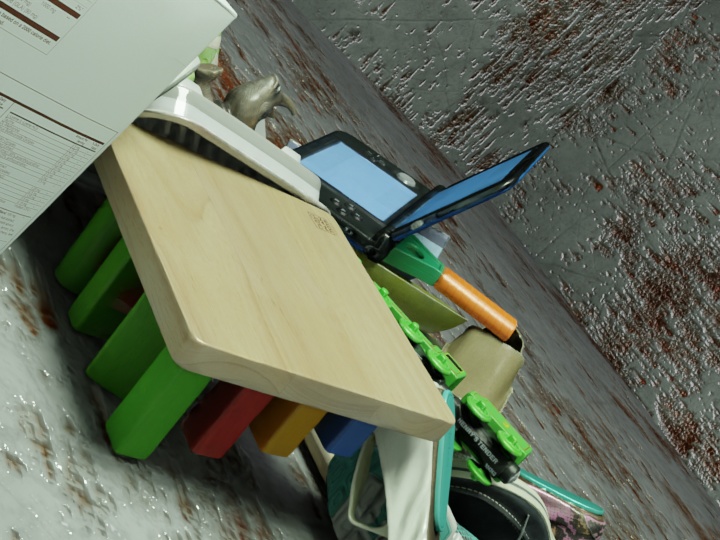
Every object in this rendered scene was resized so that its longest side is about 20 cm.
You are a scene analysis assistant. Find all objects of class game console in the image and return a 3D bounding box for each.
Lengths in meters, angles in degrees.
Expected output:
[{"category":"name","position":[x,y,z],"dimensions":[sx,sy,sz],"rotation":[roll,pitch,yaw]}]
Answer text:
[{"category":"game console","position":[0.043,-0.091,0.942],"dimensions":[0.170,0.119,0.200],"rotation":[35,21,6]}]

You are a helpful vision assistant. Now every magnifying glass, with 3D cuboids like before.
[{"category":"magnifying glass","position":[0.049,-0.007,0.981],"dimensions":[0.199,0.022,0.080],"rotation":[35,22,-3]}]

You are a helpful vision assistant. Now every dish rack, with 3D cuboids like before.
[{"category":"dish rack","position":[-0.128,-0.081,0.787],"dimensions":[0.200,0.170,0.044],"rotation":[30,66,-55]}]

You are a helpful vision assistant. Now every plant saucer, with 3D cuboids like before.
[{"category":"plant saucer","position":[0.000,0.000,0.981],"dimensions":[0.199,0.031,0.200],"rotation":[33,2,-1]}]

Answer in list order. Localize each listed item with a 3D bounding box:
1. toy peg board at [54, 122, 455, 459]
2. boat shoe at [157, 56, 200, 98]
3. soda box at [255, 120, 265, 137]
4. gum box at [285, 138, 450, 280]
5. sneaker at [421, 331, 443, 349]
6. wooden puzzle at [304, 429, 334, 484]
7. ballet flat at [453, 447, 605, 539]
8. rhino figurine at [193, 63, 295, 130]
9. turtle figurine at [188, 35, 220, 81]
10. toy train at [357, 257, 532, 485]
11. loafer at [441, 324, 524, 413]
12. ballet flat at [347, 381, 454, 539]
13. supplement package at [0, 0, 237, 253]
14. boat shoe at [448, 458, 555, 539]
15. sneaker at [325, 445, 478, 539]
[{"category":"toy peg board","position":[-0.077,0.031,0.681],"dimensions":[0.198,0.098,0.201],"rotation":[23,27,-43]},{"category":"boat shoe","position":[-0.183,-0.124,0.664],"dimensions":[0.074,0.201,0.065],"rotation":[-49,133,-41]},{"category":"soda box","position":[-0.114,-0.084,0.996],"dimensions":[0.067,0.064,0.200],"rotation":[1,23,-6]},{"category":"gum box","position":[-0.013,-0.050,1.116],"dimensions":[0.169,0.045,0.200],"rotation":[32,-8,-5]},{"category":"sneaker","position":[0.013,0.067,1.014],"dimensions":[0.200,0.067,0.090],"rotation":[35,6,-27]},{"category":"wooden puzzle","position":[0.012,0.127,0.896],"dimensions":[0.200,0.046,0.186],"rotation":[36,17,-48]},{"category":"ballet flat","position":[0.111,0.184,0.978],"dimensions":[0.199,0.071,0.069],"rotation":[32,1,7]},{"category":"rhino figurine","position":[-0.137,-0.123,0.889],"dimensions":[0.199,0.088,0.060],"rotation":[-6,34,-34]},{"category":"turtle figurine","position":[-0.187,-0.202,0.985],"dimensions":[0.200,0.144,0.194],"rotation":[50,7,-10]},{"category":"toy train","position":[0.042,0.064,0.789],"dimensions":[0.200,0.042,0.056],"rotation":[49,15,14]},{"category":"loafer","position":[0.096,0.086,0.986],"dimensions":[0.076,0.068,0.200],"rotation":[31,17,4]},{"category":"ballet flat","position":[0.024,0.167,0.698],"dimensions":[0.069,0.069,0.202],"rotation":[30,57,-57]},{"category":"supplement package","position":[-0.208,-0.142,0.563],"dimensions":[0.192,0.200,0.147],"rotation":[55,13,27]},{"category":"boat shoe","position":[0.104,0.206,0.856],"dimensions":[0.201,0.074,0.063],"rotation":[59,44,-41]},{"category":"sneaker","position":[0.044,0.194,0.782],"dimensions":[0.200,0.077,0.091],"rotation":[50,-5,-11]}]
